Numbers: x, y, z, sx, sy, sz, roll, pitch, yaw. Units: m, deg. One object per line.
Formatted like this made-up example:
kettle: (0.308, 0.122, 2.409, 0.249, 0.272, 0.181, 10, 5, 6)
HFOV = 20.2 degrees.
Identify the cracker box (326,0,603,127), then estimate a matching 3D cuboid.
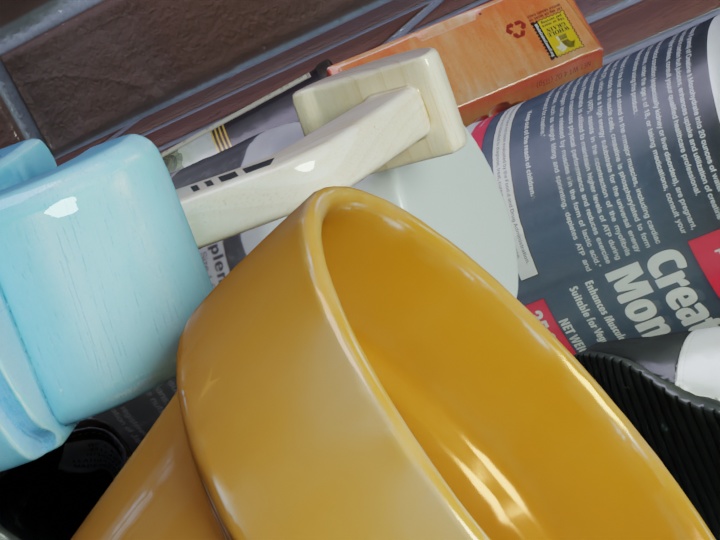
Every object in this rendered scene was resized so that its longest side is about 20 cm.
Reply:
cracker box: (0.060, -0.060, 1.107, 0.133, 0.058, 0.200, -23, -27, -7)

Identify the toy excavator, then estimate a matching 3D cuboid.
toy excavator: (-0.067, -0.009, 0.642, 0.199, 0.100, 0.195, -17, 11, 10)

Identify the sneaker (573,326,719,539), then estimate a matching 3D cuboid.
sneaker: (0.157, 0.048, 0.709, 0.088, 0.074, 0.200, -35, 23, -27)

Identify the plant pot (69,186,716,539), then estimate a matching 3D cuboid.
plant pot: (-0.010, 0.111, 0.581, 0.183, 0.200, 0.200, -42, 8, 15)

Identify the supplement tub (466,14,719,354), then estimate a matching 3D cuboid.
supplement tub: (0.146, -0.030, 0.876, 0.199, 0.141, 0.140, -23, 13, 28)

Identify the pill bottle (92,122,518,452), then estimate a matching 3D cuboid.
pill bottle: (-0.045, 0.010, 0.805, 0.199, 0.114, 0.113, -21, 14, 26)

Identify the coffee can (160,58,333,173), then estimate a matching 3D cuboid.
coffee can: (-0.074, -0.030, 1.363, 0.199, 0.147, 0.146, -28, 12, 3)

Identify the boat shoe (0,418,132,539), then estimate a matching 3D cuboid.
boat shoe: (-0.105, 0.084, 0.701, 0.066, 0.070, 0.200, -53, -9, 12)
